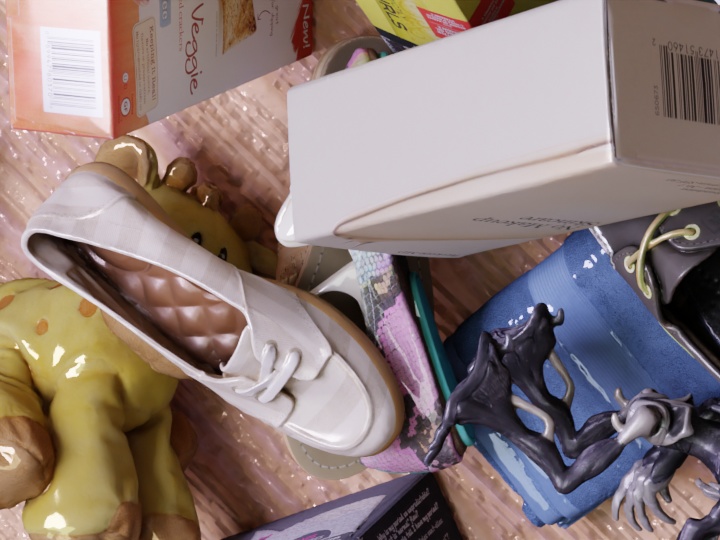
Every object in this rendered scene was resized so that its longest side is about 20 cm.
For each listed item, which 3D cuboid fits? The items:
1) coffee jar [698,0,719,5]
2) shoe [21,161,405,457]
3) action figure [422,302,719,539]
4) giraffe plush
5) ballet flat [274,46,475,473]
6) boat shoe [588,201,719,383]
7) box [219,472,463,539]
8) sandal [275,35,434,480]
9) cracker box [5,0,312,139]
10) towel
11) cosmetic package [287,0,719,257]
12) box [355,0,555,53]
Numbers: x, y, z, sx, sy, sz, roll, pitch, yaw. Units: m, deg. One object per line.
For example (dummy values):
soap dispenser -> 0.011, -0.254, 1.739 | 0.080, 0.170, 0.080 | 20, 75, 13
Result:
coffee jar -> 0.139, -0.146, 1.022 | 0.199, 0.104, 0.086 | 35, 93, 14
shoe -> -0.070, 0.026, 1.090 | 0.199, 0.053, 0.070 | 35, 123, 10
action figure -> 0.132, 0.095, 1.045 | 0.199, 0.119, 0.103 | 26, 115, 5
giraffe plush -> -0.114, 0.032, 1.198 | 0.162, 0.172, 0.201 | -42, 49, 19
ballet flat -> 0.000, 0.000, 1.108 | 0.071, 0.069, 0.202 | -12, 97, 6
boat shoe -> 0.153, -0.002, 1.026 | 0.201, 0.060, 0.072 | 44, 119, 15
box -> -0.048, 0.197, 1.205 | 0.199, 0.132, 0.115 | -23, 96, 30
sandal -> -0.007, -0.007, 1.171 | 0.077, 0.070, 0.214 | 3, 92, -15
cracker box -> -0.087, -0.147, 1.081 | 0.057, 0.200, 0.135 | 7, 109, 23
towel -> 0.129, 0.030, 1.115 | 0.200, 0.048, 0.112 | -40, 85, 31
cosmetic package -> 0.068, -0.057, 0.989 | 0.199, 0.103, 0.074 | -14, 76, 51
box -> 0.030, -0.135, 1.030 | 0.075, 0.200, 0.050 | 24, 79, 24
